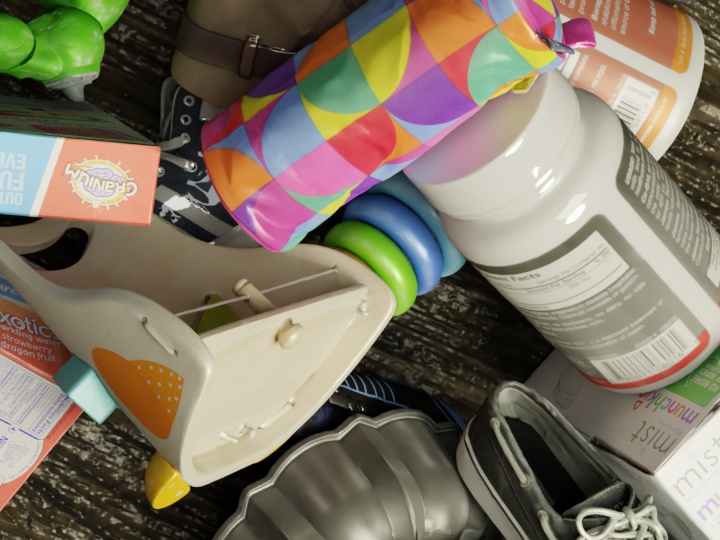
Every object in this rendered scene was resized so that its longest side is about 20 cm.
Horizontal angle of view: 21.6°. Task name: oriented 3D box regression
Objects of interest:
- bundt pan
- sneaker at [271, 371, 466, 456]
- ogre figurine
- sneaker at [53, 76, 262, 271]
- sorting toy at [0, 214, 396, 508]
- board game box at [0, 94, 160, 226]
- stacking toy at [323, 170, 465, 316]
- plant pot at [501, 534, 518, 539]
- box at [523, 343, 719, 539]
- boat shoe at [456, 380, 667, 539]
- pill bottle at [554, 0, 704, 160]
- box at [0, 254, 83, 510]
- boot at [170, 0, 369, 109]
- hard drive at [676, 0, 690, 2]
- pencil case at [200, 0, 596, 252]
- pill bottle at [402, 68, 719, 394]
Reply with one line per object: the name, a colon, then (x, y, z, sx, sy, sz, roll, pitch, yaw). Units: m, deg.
bundt pan: (0.009, 0.185, 1.110, 0.202, 0.076, 0.202, -18, 127, -26)
sneaker: (-0.016, 0.091, 1.122, 0.200, 0.078, 0.070, 18, 95, -19)
ogre figurine: (-0.169, -0.181, 1.013, 0.120, 0.200, 0.098, 35, 134, -30)
sneaker: (-0.120, -0.043, 1.069, 0.200, 0.070, 0.109, -26, 106, -12)
sorting toy: (-0.111, 0.016, 0.957, 0.180, 0.200, 0.107, 38, 111, 17)
board game box: (-0.197, -0.064, 0.972, 0.153, 0.200, 0.040, 5, 99, -17)
stacking toy: (0.000, 0.000, 1.076, 0.200, 0.085, 0.085, -43, 111, -26)
plant pot: (0.116, 0.271, 1.087, 0.200, 0.201, 0.175, 4, 141, -18)
box: (0.211, 0.122, 1.134, 0.097, 0.200, 0.177, -44, 108, -5)
boat shoe: (0.132, 0.144, 1.037, 0.073, 0.199, 0.068, -18, 149, -31)
pill bottle: (0.089, -0.137, 1.090, 0.200, 0.112, 0.112, 24, 93, -17)
box: (-0.233, 0.085, 1.010, 0.103, 0.095, 0.200, 31, 115, -20)
boot: (-0.059, -0.157, 0.988, 0.200, 0.070, 0.146, 30, 120, -14)
hard drive: (0.103, -0.216, 1.073, 0.200, 0.135, 0.042, 20, 109, -21)
pencil case: (0.015, -0.090, 0.952, 0.200, 0.088, 0.088, -31, 110, 20)
pill bottle: (0.115, -0.029, 1.036, 0.114, 0.114, 0.200, -49, 126, -3)
